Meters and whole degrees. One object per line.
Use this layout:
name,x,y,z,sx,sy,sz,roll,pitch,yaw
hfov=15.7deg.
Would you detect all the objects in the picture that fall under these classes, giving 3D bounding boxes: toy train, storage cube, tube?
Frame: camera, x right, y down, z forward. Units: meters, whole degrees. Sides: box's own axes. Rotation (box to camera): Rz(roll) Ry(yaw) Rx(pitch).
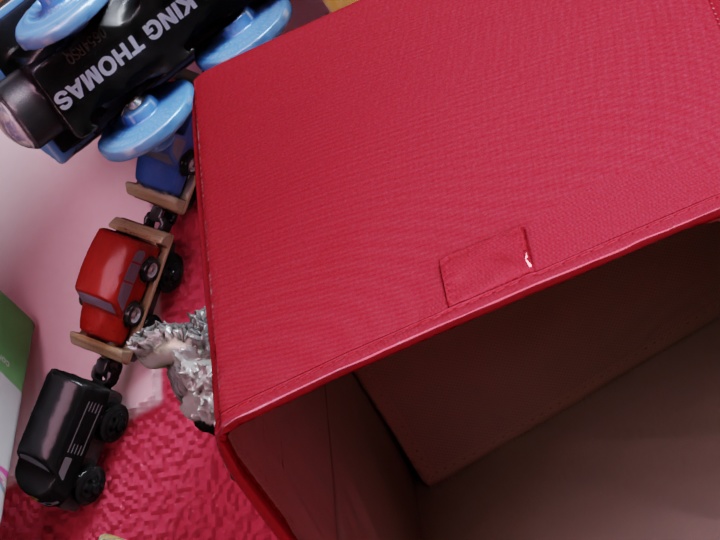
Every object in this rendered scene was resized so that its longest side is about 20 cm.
toy train,-0.075,-0.124,1.064,0.200,0.087,0.114,-40,27,-9
storage cube,0.060,0.014,0.813,0.199,0.171,0.180,-23,37,12
tube,0.086,0.083,0.893,0.077,0.050,0.200,16,59,20
toy train,-0.100,0.004,1.096,0.034,0.046,0.201,20,89,33

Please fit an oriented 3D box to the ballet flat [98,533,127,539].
ballet flat,-0.038,0.176,1.012,0.071,0.071,0.200,-41,60,17

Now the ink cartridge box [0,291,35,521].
ink cartridge box,-0.224,0.095,1.078,0.145,0.088,0.200,-25,40,24

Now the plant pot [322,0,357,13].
plant pot,0.078,-0.160,0.953,0.189,0.200,0.202,-21,67,41

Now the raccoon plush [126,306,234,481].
raccoon plush,0.000,0.000,1.012,0.134,0.097,0.200,33,96,37
